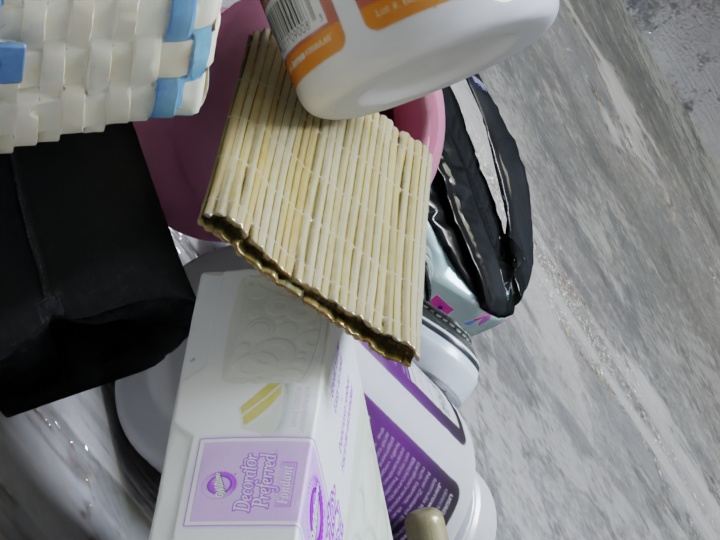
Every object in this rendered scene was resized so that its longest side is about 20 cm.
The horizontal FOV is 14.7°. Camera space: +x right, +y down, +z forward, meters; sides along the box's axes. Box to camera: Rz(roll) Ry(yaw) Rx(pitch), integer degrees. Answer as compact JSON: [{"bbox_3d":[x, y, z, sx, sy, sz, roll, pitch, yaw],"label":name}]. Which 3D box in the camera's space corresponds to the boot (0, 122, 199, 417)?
[{"bbox_3d":[-0.097,-0.057,1.116,0.066,0.164,0.201,41,25,-42],"label":"boot"}]

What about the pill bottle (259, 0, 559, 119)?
[{"bbox_3d":[-0.006,-0.171,1.107,0.201,0.112,0.112,69,15,6],"label":"pill bottle"}]

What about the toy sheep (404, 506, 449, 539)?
[{"bbox_3d":[0.046,0.203,1.223,0.138,0.137,0.201,-38,122,-76],"label":"toy sheep"}]

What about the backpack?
[{"bbox_3d":[0.012,-0.047,1.558,0.201,0.126,0.167,64,26,2],"label":"backpack"}]

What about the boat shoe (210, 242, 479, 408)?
[{"bbox_3d":[0.000,0.000,1.369,0.200,0.071,0.072,33,-13,47],"label":"boat shoe"}]

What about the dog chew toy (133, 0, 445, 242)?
[{"bbox_3d":[-0.055,-0.067,1.272,0.124,0.199,0.125,-2,93,-41],"label":"dog chew toy"}]

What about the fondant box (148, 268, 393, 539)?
[{"bbox_3d":[-0.027,0.120,1.069,0.145,0.058,0.201,-82,165,-46],"label":"fondant box"}]

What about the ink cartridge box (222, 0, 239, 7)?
[{"bbox_3d":[-0.125,-0.195,1.453,0.200,0.068,0.116,36,31,-62],"label":"ink cartridge box"}]

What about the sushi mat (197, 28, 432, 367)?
[{"bbox_3d":[-0.013,-0.033,1.086,0.095,0.012,0.200,36,21,-12],"label":"sushi mat"}]

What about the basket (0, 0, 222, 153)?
[{"bbox_3d":[-0.152,-0.124,1.032,0.177,0.199,0.140,-98,-162,-47],"label":"basket"}]

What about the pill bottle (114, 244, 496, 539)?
[{"bbox_3d":[-0.016,0.080,1.258,0.200,0.111,0.112,46,22,-49],"label":"pill bottle"}]
